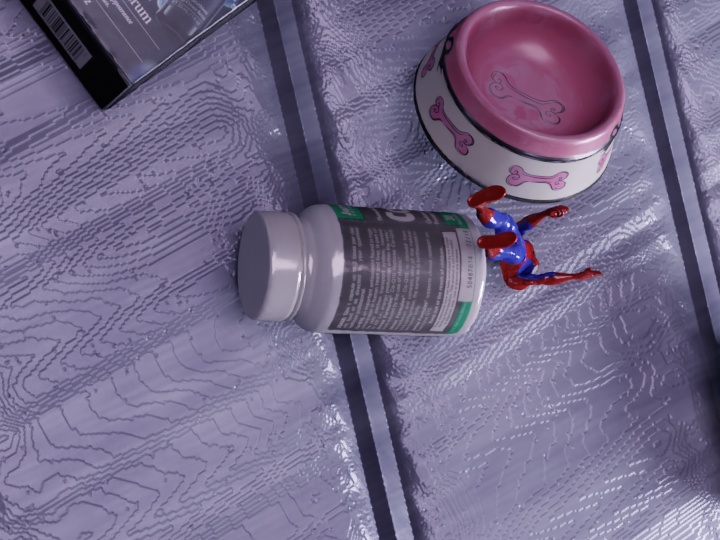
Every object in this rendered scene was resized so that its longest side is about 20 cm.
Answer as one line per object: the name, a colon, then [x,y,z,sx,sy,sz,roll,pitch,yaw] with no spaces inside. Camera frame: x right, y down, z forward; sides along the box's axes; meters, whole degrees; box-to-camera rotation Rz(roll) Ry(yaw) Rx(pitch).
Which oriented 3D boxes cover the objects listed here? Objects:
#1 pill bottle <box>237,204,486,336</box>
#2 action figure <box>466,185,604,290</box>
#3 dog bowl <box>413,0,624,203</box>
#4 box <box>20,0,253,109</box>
pill bottle: [0.000,0.000,1.470,0.199,0.113,0.114,3,83,-22]
action figure: [0.160,-0.028,1.492,0.099,0.200,0.065,-13,75,8]
dog bowl: [0.153,-0.163,1.527,0.200,0.074,0.201,11,54,-15]
box: [-0.179,-0.260,1.430,0.200,0.107,0.149,-40,99,-21]
